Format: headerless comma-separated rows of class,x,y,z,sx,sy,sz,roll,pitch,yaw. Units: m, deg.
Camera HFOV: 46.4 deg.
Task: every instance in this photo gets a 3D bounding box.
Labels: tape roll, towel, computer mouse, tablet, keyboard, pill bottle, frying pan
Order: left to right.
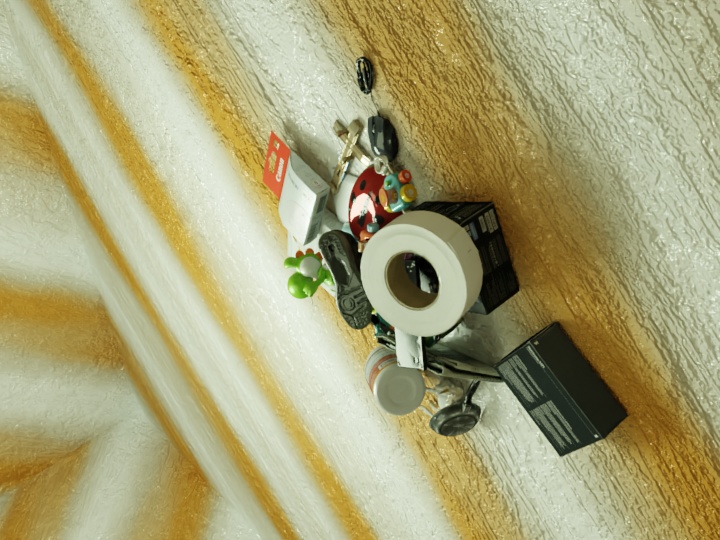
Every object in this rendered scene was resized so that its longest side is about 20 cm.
tablet,0.008,-0.130,1.721,0.199,0.014,0.131,26,137,43
computer mouse,0.022,-0.289,1.531,0.058,0.034,0.202,12,127,53
pill bottle,0.069,0.227,1.806,0.200,0.111,0.113,-125,10,-77
keyboard,0.103,0.080,1.513,0.126,0.020,0.203,1,97,51
tape roll,0.102,0.005,1.405,0.201,0.071,0.205,14,118,28
towel,0.157,0.166,1.626,0.192,0.199,0.035,24,98,45
frying pan,0.222,0.290,1.730,0.190,0.114,0.031,-45,43,31

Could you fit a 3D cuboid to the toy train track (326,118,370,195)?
toy train track,-0.039,-0.220,1.675,0.115,0.032,0.201,51,146,19

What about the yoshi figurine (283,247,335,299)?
yoshi figurine,-0.078,0.028,1.829,0.198,0.113,0.113,13,144,17

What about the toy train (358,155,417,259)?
toy train,0.036,-0.095,1.498,0.150,0.055,0.202,33,128,45

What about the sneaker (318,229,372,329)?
sneaker,-0.015,0.013,1.658,0.076,0.114,0.201,-21,92,22

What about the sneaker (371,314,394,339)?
sneaker,0.075,0.137,1.797,0.200,0.080,0.072,43,147,24

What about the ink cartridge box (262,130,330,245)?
ink cartridge box,-0.157,-0.177,1.814,0.200,0.057,0.163,42,142,18

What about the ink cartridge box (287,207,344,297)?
ink cartridge box,-0.096,-0.062,1.910,0.173,0.043,0.201,41,146,28

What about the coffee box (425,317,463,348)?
coffee box,0.103,0.049,1.628,0.200,0.123,0.044,50,120,12

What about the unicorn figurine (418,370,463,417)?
unicorn figurine,0.177,0.274,1.798,0.137,0.074,0.201,21,150,46

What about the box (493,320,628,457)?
box,0.345,0.209,1.464,0.201,0.079,0.141,54,153,8

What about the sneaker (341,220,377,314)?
sneaker,0.000,0.000,1.726,0.200,0.130,0.080,50,157,9

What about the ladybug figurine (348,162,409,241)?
ladybug figurine,0.028,-0.120,1.616,0.136,0.072,0.201,40,141,24

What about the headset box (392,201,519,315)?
headset box,0.164,-0.027,1.502,0.199,0.092,0.176,9,123,54
